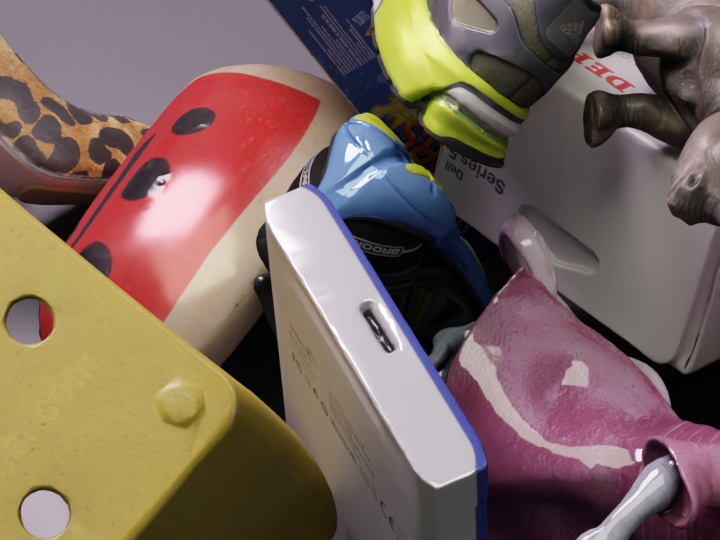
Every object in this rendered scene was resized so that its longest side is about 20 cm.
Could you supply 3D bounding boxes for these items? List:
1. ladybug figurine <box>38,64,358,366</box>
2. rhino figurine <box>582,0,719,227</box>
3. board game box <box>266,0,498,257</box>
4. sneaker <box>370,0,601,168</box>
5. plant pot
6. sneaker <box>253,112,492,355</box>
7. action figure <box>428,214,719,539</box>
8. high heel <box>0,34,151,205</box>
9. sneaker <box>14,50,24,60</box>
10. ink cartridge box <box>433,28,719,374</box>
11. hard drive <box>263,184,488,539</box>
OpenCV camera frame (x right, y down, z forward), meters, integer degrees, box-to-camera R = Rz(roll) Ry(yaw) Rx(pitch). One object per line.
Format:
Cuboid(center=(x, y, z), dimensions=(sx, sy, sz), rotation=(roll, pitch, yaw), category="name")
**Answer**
Cuboid(center=(-0.070, -0.014, 1.162), dimensions=(0.072, 0.136, 0.200), rotation=(40, 48, -11), category="ladybug figurine")
Cuboid(center=(0.126, -0.073, 1.060), dimensions=(0.087, 0.060, 0.201), rotation=(-1, 38, -13), category="rhino figurine")
Cuboid(center=(0.001, -0.111, 1.201), dimensions=(0.034, 0.200, 0.136), rotation=(-30, 47, 10), category="board game box")
Cuboid(center=(0.041, -0.129, 1.088), dimensions=(0.081, 0.074, 0.201), rotation=(-40, 47, 21), category="sneaker")
Cuboid(center=(-0.133, 0.073, 0.931), dimensions=(0.200, 0.177, 0.200), rotation=(39, 73, 6), category="plant pot")
Cuboid(center=(0.000, 0.000, 1.107), dimensions=(0.083, 0.200, 0.071), rotation=(-38, 72, -1), category="sneaker")
Cuboid(center=(0.121, 0.082, 1.053), dimensions=(0.199, 0.134, 0.150), rotation=(9, 61, 33), category="action figure")
Cuboid(center=(-0.144, -0.102, 1.224), dimensions=(0.199, 0.071, 0.144), rotation=(5, 82, -33), category="high heel")
Cuboid(center=(-0.226, -0.060, 1.230), dimensions=(0.199, 0.076, 0.089), rotation=(1, 41, -32), category="sneaker")
Cuboid(center=(0.151, -0.055, 1.170), dimensions=(0.199, 0.084, 0.145), rotation=(-21, 46, -41), category="ink cartridge box")
Cuboid(center=(0.008, 0.081, 1.017), dimensions=(0.025, 0.201, 0.132), rotation=(-22, 54, -14), category="hard drive")
